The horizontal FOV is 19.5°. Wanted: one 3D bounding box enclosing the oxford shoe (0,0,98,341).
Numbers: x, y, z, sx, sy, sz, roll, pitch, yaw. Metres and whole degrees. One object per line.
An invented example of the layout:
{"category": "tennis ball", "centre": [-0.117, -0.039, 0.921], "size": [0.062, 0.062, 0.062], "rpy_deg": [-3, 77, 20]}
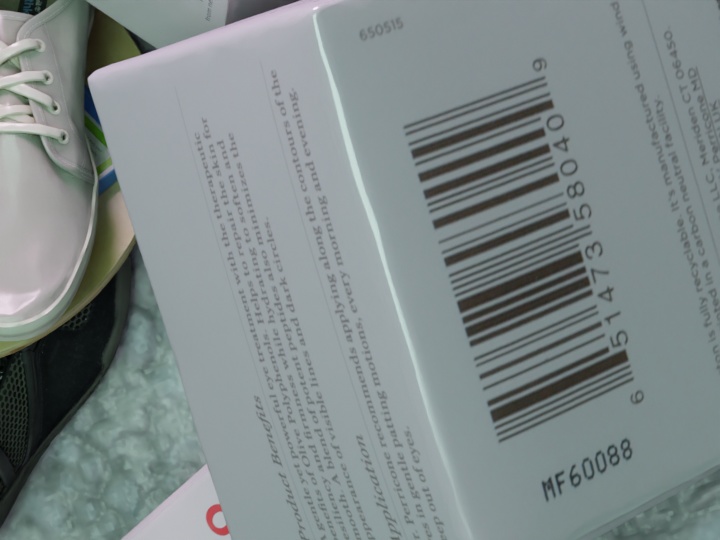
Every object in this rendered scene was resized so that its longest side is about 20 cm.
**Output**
{"category": "oxford shoe", "centre": [-0.145, -0.068, 0.872], "size": [0.075, 0.058, 0.200], "rpy_deg": [1, 66, 1]}

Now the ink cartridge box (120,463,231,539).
{"category": "ink cartridge box", "centre": [-0.070, 0.186, 0.915], "size": [0.200, 0.084, 0.145], "rpy_deg": [-42, 83, 17]}

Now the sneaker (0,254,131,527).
{"category": "sneaker", "centre": [-0.172, 0.051, 0.920], "size": [0.076, 0.114, 0.200], "rpy_deg": [33, 99, 11]}

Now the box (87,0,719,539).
{"category": "box", "centre": [0.043, -0.014, 0.768], "size": [0.171, 0.200, 0.199], "rpy_deg": [-7, 102, 56]}

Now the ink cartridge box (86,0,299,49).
{"category": "ink cartridge box", "centre": [-0.093, -0.199, 0.844], "size": [0.200, 0.125, 0.129], "rpy_deg": [35, 60, 12]}

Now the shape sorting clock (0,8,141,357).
{"category": "shape sorting clock", "centre": [-0.184, -0.049, 0.917], "size": [0.200, 0.039, 0.200], "rpy_deg": [-1, 64, 2]}
